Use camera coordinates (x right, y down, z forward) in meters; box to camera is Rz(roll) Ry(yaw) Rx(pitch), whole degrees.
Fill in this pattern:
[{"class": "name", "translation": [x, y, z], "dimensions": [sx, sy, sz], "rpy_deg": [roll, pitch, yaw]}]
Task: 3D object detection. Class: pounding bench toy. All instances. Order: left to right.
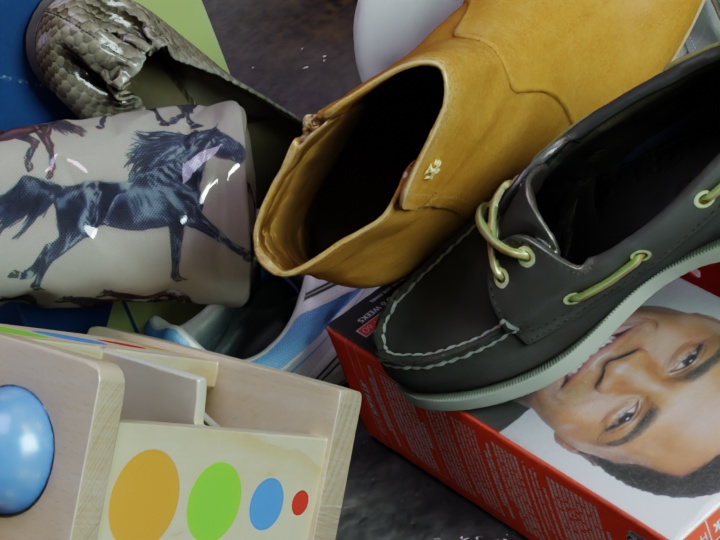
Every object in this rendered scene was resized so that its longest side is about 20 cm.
[{"class": "pounding bench toy", "translation": [-0.132, 0.079, 0.889], "dimensions": [0.199, 0.156, 0.125], "rpy_deg": [13, 92, 38]}]

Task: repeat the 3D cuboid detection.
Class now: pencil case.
[{"class": "pencil case", "translation": [-0.130, -0.016, 0.952], "dimensions": [0.199, 0.078, 0.089], "rpy_deg": [-6, -10, -11]}]

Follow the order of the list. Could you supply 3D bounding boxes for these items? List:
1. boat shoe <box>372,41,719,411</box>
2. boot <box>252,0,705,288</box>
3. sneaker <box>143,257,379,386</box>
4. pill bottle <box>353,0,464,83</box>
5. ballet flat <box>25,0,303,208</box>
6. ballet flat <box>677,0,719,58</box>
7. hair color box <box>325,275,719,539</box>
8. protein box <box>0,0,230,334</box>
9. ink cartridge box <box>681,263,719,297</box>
[{"class": "boat shoe", "translation": [0.077, -0.018, 0.874], "dimensions": [0.201, 0.060, 0.072], "rpy_deg": [-32, 48, 27]}, {"class": "boot", "translation": [0.050, -0.070, 0.900], "dimensions": [0.071, 0.144, 0.201], "rpy_deg": [43, 100, 11]}, {"class": "sneaker", "translation": [0.000, 0.000, 1.033], "dimensions": [0.200, 0.073, 0.072], "rpy_deg": [-35, 37, -21]}, {"class": "pill bottle", "translation": [0.074, -0.119, 1.077], "dimensions": [0.113, 0.114, 0.200], "rpy_deg": [-7, 18, 17]}, {"class": "ballet flat", "translation": [-0.054, -0.052, 1.028], "dimensions": [0.046, 0.200, 0.068], "rpy_deg": [18, 75, 47]}, {"class": "ballet flat", "translation": [0.151, -0.071, 1.058], "dimensions": [0.064, 0.067, 0.200], "rpy_deg": [-33, 32, 15]}, {"class": "hair color box", "translation": [0.088, 0.050, 0.934], "dimensions": [0.101, 0.061, 0.200], "rpy_deg": [-37, 40, -21]}, {"class": "protein box", "translation": [-0.164, -0.075, 1.099], "dimensions": [0.135, 0.199, 0.200], "rpy_deg": [-39, 40, -24]}, {"class": "ink cartridge box", "translation": [0.188, 0.001, 0.901], "dimensions": [0.067, 0.117, 0.200], "rpy_deg": [-34, 39, -17]}]
